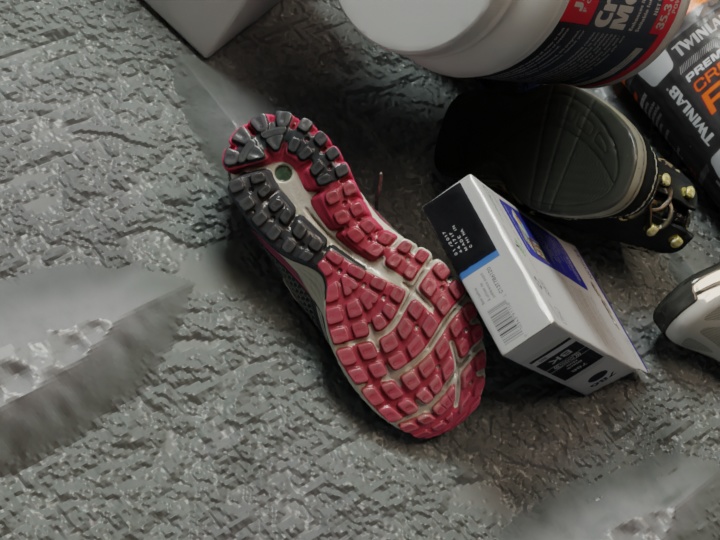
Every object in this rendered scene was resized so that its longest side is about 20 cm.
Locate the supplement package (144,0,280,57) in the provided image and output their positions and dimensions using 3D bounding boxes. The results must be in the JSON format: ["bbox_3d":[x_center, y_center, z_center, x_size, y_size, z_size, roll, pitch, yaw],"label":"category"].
[{"bbox_3d":[-0.060,-0.247,1.174,0.120,0.200,0.121,42,42,1],"label":"supplement package"}]

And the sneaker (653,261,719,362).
[{"bbox_3d":[0.278,0.057,1.262,0.199,0.076,0.116,5,51,-37],"label":"sneaker"}]

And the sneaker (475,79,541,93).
[{"bbox_3d":[0.046,-0.175,1.303,0.078,0.076,0.200,-27,67,-34],"label":"sneaker"}]

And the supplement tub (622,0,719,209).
[{"bbox_3d":[0.241,-0.132,1.376,0.107,0.107,0.200,-21,69,-45],"label":"supplement tub"}]

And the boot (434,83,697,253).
[{"bbox_3d":[0.152,-0.054,1.203,0.153,0.203,0.074,19,90,-29],"label":"boot"}]

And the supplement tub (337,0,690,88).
[{"bbox_3d":[0.089,-0.179,1.155,0.199,0.140,0.141,-2,56,-52],"label":"supplement tub"}]

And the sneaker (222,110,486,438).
[{"bbox_3d":[0.000,0.000,1.110,0.080,0.075,0.201,-33,88,-5],"label":"sneaker"}]

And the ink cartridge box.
[{"bbox_3d":[0.104,0.015,1.157,0.100,0.039,0.200,61,15,22],"label":"ink cartridge box"}]
